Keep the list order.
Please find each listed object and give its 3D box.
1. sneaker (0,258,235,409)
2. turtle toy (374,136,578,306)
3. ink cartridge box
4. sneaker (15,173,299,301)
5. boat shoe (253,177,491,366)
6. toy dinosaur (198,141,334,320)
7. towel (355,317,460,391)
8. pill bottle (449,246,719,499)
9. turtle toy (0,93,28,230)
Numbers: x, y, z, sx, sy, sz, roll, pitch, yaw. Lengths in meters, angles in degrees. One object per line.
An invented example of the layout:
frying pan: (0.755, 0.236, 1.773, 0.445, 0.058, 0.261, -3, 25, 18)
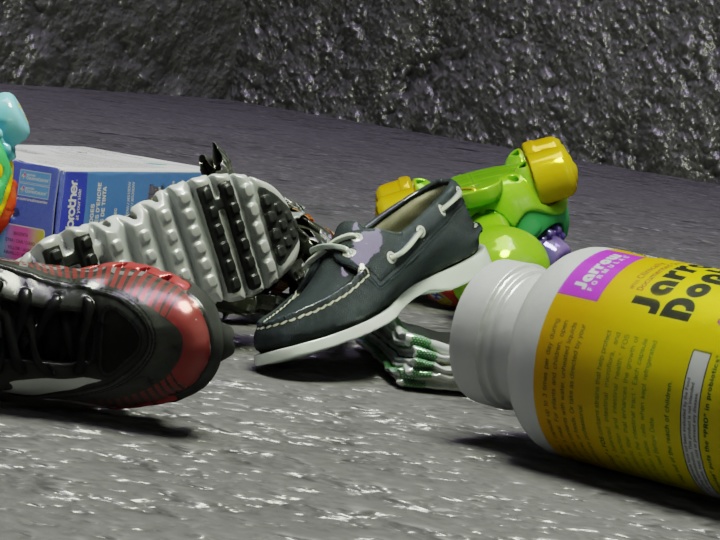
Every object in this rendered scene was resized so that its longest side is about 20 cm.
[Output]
sneaker: (-0.160, 0.027, 1.118, 0.200, 0.071, 0.098, 8, 6, 23)
turtle toy: (0.089, -0.023, 1.689, 0.146, 0.101, 0.200, -16, 9, 3)
ink cartridge box: (-0.213, -0.044, 1.656, 0.136, 0.076, 0.200, 11, 6, 34)
sneaker: (-0.125, -0.007, 1.364, 0.200, 0.075, 0.081, -15, 4, -36)
boat shoe: (0.000, 0.000, 1.373, 0.076, 0.060, 0.200, -13, 10, 35)
toy dinosaur: (-0.046, -0.009, 1.497, 0.136, 0.102, 0.200, 21, -9, -23)
towel: (0.106, 0.050, 1.393, 0.200, 0.031, 0.149, 6, 7, -11)
pill bottle: (0.141, 0.047, 1.132, 0.200, 0.104, 0.104, 12, 8, 38)
turtle toy: (-0.255, -0.049, 1.374, 0.101, 0.146, 0.200, 25, -21, -25)
